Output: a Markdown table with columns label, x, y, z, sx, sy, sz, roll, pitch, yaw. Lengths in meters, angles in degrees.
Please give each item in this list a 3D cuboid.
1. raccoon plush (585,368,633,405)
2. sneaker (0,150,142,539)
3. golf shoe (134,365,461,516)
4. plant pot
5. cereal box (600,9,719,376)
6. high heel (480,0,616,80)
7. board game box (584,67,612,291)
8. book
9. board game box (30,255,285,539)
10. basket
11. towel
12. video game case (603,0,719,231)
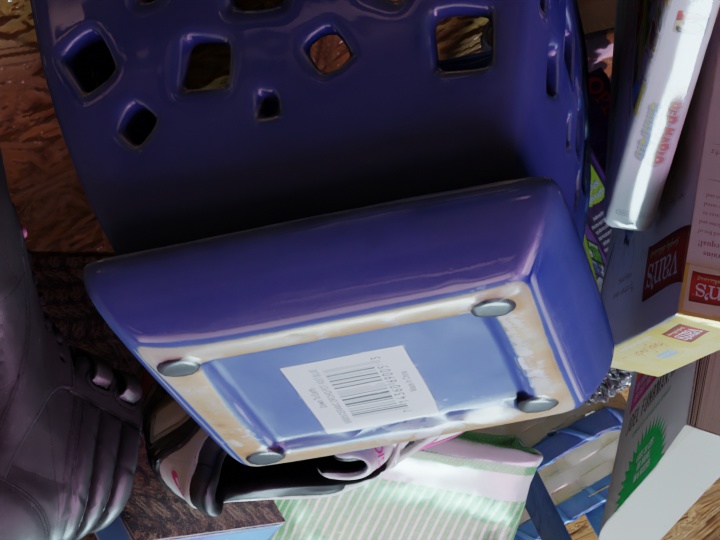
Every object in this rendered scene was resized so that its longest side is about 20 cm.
| label | x | y | z | sx | sy | sz | roll | pitch | yaw |
| --- | --- | --- | --- | --- | --- | --- | --- | --- | --- |
| raccoon plush | 0.117 | 0.061 | 1.245 | 0.097 | 0.200 | 0.134 | -46 | 170 | -27 |
| sneaker | -0.141 | 0.025 | 0.909 | 0.099 | 0.201 | 0.071 | -5 | -173 | -44 |
| golf shoe | 0.005 | 0.063 | 0.962 | 0.199 | 0.092 | 0.073 | -14 | 125 | -14 |
| plant pot | -0.005 | -0.036 | 0.849 | 0.199 | 0.181 | 0.200 | -11 | 156 | 9 |
| cereal box | 0.142 | -0.063 | 0.918 | 0.039 | 0.201 | 0.144 | 13 | 168 | -5 |
| high heel | 0.147 | -0.152 | 1.019 | 0.142 | 0.072 | 0.200 | -6 | 147 | -38 |
| board game box | 0.114 | -0.021 | 1.082 | 0.032 | 0.121 | 0.200 | -24 | 176 | -10 |
| book | 0.172 | 0.027 | 1.107 | 0.048 | 0.201 | 0.134 | 19 | 147 | -5 |
| board game box | -0.159 | 0.116 | 1.048 | 0.097 | 0.160 | 0.200 | 0 | 141 | -50 |
| basket | 0.125 | 0.137 | 1.360 | 0.139 | 0.200 | 0.176 | -36 | 154 | 8 |
| towel | -0.006 | 0.162 | 1.072 | 0.152 | 0.023 | 0.201 | 10 | 110 | -22 |
| video game case | 0.124 | -0.148 | 0.861 | 0.023 | 0.201 | 0.182 | 8 | 145 | 1 |
